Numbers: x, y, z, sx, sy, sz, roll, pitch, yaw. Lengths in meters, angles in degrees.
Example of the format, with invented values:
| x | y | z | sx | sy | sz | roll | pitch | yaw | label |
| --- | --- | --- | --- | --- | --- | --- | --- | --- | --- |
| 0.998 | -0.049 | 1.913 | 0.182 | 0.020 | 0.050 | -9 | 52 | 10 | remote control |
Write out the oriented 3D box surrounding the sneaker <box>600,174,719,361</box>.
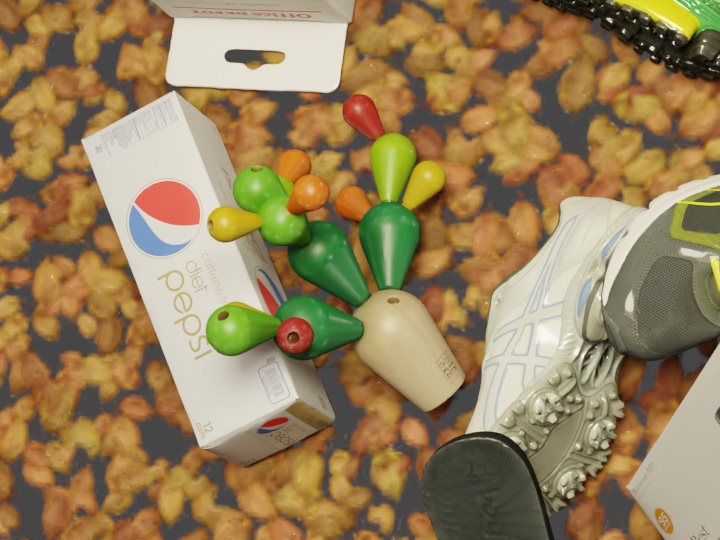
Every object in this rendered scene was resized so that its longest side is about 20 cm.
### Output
| x | y | z | sx | sy | sz | roll | pitch | yaw | label |
| --- | --- | --- | --- | --- | --- | --- | --- | --- | --- |
| 0.211 | -0.018 | 1.232 | 0.200 | 0.075 | 0.085 | -34 | 23 | -14 | sneaker |

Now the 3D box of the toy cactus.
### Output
| x | y | z | sx | sy | sz | roll | pitch | yaw | label |
| --- | --- | --- | --- | --- | --- | --- | --- | --- | --- |
| 0.000 | 0.000 | 1.318 | 0.102 | 0.200 | 0.165 | -34 | 102 | 35 | toy cactus |

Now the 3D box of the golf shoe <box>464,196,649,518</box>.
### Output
| x | y | z | sx | sy | sz | roll | pitch | yaw | label |
| --- | --- | --- | --- | --- | --- | --- | --- | --- | --- |
| 0.097 | 0.051 | 1.309 | 0.200 | 0.078 | 0.097 | -56 | 40 | 1 | golf shoe |

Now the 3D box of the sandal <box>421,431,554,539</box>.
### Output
| x | y | z | sx | sy | sz | roll | pitch | yaw | label |
| --- | --- | --- | --- | --- | --- | --- | --- | --- | --- |
| 0.083 | 0.181 | 1.246 | 0.075 | 0.048 | 0.201 | -25 | 95 | 16 | sandal |

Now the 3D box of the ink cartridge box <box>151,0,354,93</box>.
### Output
| x | y | z | sx | sy | sz | roll | pitch | yaw | label |
| --- | --- | --- | --- | --- | --- | --- | --- | --- | --- |
| -0.060 | -0.209 | 1.415 | 0.116 | 0.067 | 0.200 | 4 | 78 | 18 | ink cartridge box |

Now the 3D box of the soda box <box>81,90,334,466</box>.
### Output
| x | y | z | sx | sy | sz | roll | pitch | yaw | label |
| --- | --- | --- | --- | --- | --- | --- | --- | --- | --- |
| -0.085 | 0.005 | 1.369 | 0.064 | 0.068 | 0.200 | -26 | 70 | 11 | soda box |

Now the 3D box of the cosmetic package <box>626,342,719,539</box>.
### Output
| x | y | z | sx | sy | sz | roll | pitch | yaw | label |
| --- | --- | --- | --- | --- | --- | --- | --- | --- | --- |
| 0.199 | 0.080 | 1.192 | 0.051 | 0.200 | 0.083 | -21 | 63 | -28 | cosmetic package |

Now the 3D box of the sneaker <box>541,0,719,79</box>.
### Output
| x | y | z | sx | sy | sz | roll | pitch | yaw | label |
| --- | --- | --- | --- | --- | --- | --- | --- | --- | --- |
| 0.132 | -0.184 | 1.350 | 0.200 | 0.078 | 0.085 | 30 | 81 | 14 | sneaker |
